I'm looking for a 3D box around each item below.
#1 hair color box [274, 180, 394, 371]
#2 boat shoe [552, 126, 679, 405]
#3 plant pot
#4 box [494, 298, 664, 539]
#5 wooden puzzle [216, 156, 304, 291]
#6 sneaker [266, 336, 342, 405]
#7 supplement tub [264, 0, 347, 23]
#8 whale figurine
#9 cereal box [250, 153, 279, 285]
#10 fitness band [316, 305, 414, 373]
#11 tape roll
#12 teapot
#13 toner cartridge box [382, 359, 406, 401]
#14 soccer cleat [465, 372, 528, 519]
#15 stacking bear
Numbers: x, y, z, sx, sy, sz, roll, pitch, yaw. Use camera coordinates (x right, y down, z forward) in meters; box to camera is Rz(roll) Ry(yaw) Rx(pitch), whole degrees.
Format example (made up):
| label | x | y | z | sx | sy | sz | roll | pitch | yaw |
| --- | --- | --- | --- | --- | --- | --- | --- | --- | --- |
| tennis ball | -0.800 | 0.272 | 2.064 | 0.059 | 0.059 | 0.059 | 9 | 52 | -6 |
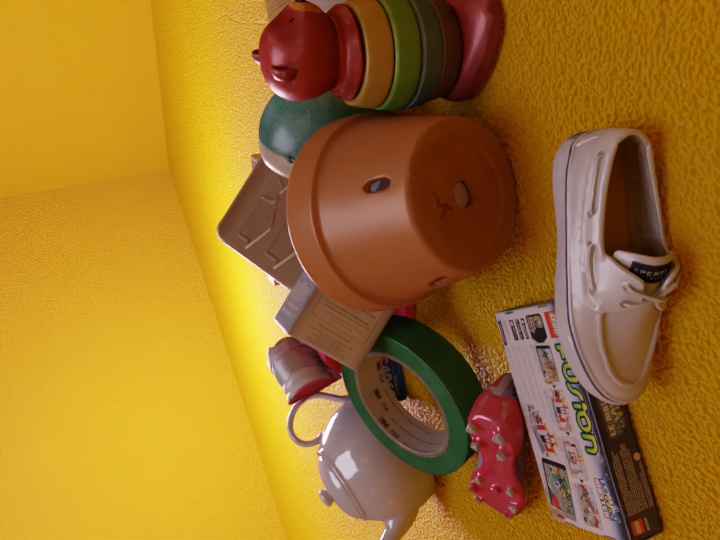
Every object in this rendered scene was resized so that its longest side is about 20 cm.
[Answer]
| label | x | y | z | sx | sy | sz | roll | pitch | yaw |
| --- | --- | --- | --- | --- | --- | --- | --- | --- | --- |
| hair color box | 0.000 | 0.000 | 0.741 | 0.200 | 0.099 | 0.061 | -58 | 25 | -1 |
| boat shoe | 0.183 | 0.000 | 0.455 | 0.070 | 0.071 | 0.200 | -170 | 75 | -72 |
| plant pot | 0.051 | -0.061 | 0.618 | 0.140 | 0.200 | 0.200 | -5 | 99 | 52 |
| box | 0.185 | 0.125 | 0.573 | 0.110 | 0.035 | 0.200 | 155 | 101 | -70 |
| wooden puzzle | -0.075 | -0.079 | 0.832 | 0.200 | 0.185 | 0.046 | 31 | 179 | 40 |
| sneaker | -0.082 | 0.133 | 0.924 | 0.088 | 0.081 | 0.200 | 58 | 173 | 10 |
| supplement tub | -0.038 | -0.317 | 0.721 | 0.145 | 0.144 | 0.200 | 179 | 78 | -70 |
| whale figurine | -0.030 | -0.175 | 0.740 | 0.159 | 0.200 | 0.104 | 21 | 128 | 16 |
| cereal box | -0.081 | -0.088 | 0.995 | 0.040 | 0.144 | 0.200 | -139 | 39 | -58 |
| fitness band | 0.001 | 0.053 | 0.849 | 0.037 | 0.143 | 0.200 | 47 | 157 | 41 |
| tape roll | 0.062 | 0.152 | 0.798 | 0.200 | 0.048 | 0.201 | 30 | 136 | 33 |
| teapot | 0.000 | 0.285 | 0.954 | 0.200 | 0.146 | 0.198 | 29 | 147 | 60 |
| toner cartridge box | 0.016 | 0.098 | 1.001 | 0.095 | 0.043 | 0.200 | -171 | 69 | -68 |
| soccer cleat | 0.152 | 0.190 | 0.686 | 0.067 | 0.076 | 0.200 | 19 | 143 | 33 |
| stacking bear | 0.006 | -0.200 | 0.591 | 0.121 | 0.200 | 0.114 | -124 | 31 | -44 |
